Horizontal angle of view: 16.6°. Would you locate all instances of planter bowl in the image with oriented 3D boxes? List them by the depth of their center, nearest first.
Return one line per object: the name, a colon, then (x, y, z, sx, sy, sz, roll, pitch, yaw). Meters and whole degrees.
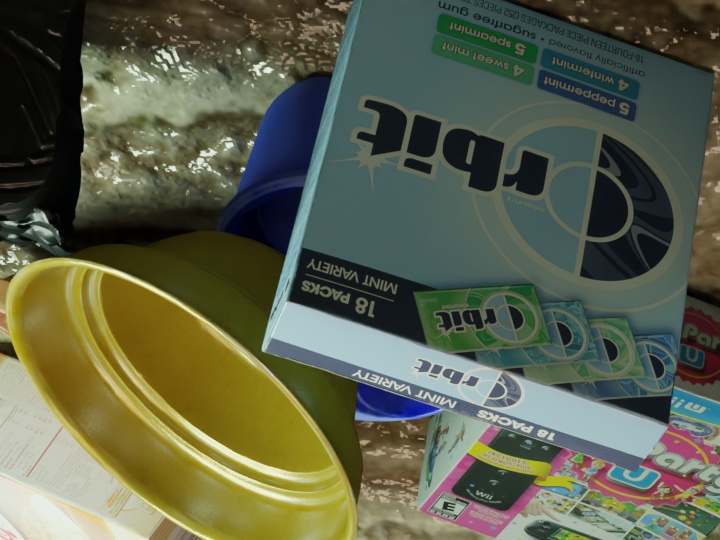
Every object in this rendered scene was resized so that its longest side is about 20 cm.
planter bowl: (-0.063, 0.043, 1.160, 0.200, 0.084, 0.201, 28, 148, 19)

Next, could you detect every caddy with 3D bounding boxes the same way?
caddy: (0.000, 0.000, 1.217, 0.141, 0.105, 0.200, 11, 144, 2)

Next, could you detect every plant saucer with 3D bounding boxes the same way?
plant saucer: (-0.116, 0.052, 1.326, 0.200, 0.032, 0.200, 27, 171, 5)

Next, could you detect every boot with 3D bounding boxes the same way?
boot: (-0.152, -0.103, 1.127, 0.073, 0.199, 0.162, 5, 174, -2)

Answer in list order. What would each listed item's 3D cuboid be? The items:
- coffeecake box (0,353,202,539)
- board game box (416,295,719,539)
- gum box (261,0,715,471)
coffeecake box: (-0.139, 0.137, 1.414, 0.200, 0.073, 0.154, 18, 152, 38)
board game box: (0.134, 0.085, 1.326, 0.147, 0.064, 0.200, 20, 143, -10)
gum box: (0.061, -0.028, 1.081, 0.169, 0.200, 0.045, 19, 144, -6)
